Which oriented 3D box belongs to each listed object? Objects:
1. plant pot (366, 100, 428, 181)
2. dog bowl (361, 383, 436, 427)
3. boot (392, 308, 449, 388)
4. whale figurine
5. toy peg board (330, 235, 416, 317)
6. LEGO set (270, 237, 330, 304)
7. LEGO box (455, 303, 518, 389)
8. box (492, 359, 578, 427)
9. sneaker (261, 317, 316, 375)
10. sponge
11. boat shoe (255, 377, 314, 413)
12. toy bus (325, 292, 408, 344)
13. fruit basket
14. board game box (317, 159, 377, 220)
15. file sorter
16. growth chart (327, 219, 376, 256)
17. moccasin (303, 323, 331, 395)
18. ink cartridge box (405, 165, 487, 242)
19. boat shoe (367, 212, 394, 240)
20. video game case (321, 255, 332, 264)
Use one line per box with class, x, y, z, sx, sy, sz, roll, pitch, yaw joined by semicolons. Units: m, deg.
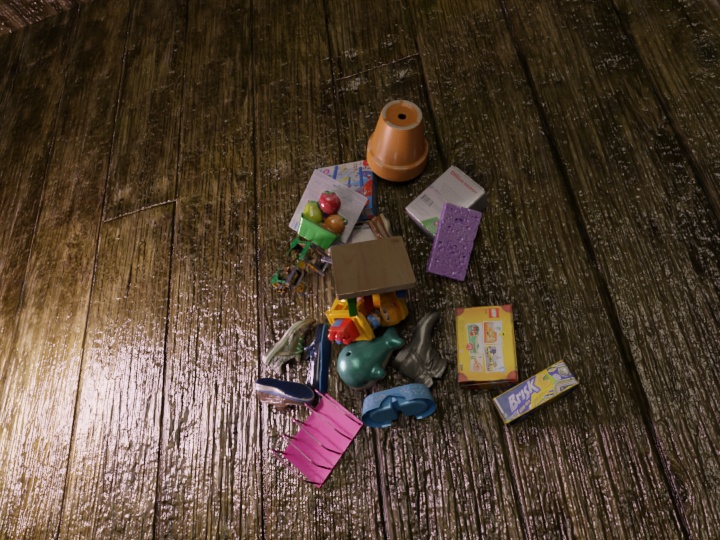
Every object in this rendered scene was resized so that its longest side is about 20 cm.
plant pot;0.120;-0.413;1.655;0.196;0.184;0.203;0;60;-1
dog bowl;0.096;0.347;1.379;0.197;0.112;0.050;-16;47;11
boot;0.189;0.218;1.438;0.130;0.068;0.202;32;86;24
whale figurine;0.022;0.226;1.441;0.199;0.104;0.160;-40;39;6
toy peg board;0.031;0.020;1.384;0.195;0.099;0.202;-9;39;-2
LEGO set;-0.173;0.004;1.649;0.152;0.115;0.203;-4;56;49
LEGO box;0.327;0.198;1.385;0.146;0.077;0.203;-5;64;16
box;0.427;0.303;1.310;0.198;0.064;0.071;-31;59;3
sneaker;-0.192;0.225;1.561;0.200;0.077;0.089;-46;73;0
sponge;0.263;-0.079;1.505;0.110;0.030;0.204;15;89;-8
boat shoe;-0.208;0.354;1.494;0.197;0.072;0.074;8;107;35
toy bus;0.003;0.127;1.439;0.197;0.137;0.193;-5;33;37
fruit basket;-0.100;-0.178;1.633;0.183;0.094;0.202;27;104;-4
board game box;-0.047;-0.253;1.729;0.196;0.056;0.199;-7;58;15
file sorter;-0.114;0.433;1.391;0.138;0.126;0.201;32;78;26
growth chart;-0.014;-0.102;1.677;0.196;0.018;0.147;4;67;20
moccasin;-0.129;0.248;1.515;0.067;0.081;0.203;-4;63;21
ink cartridge box;0.257;-0.190;1.589;0.200;0.088;0.145;-43;61;-3
boat shoe;0.073;-0.079;1.601;0.073;0.076;0.202;-19;58;0
video game case;0.000;0.000;1.553;0.197;0.143;0.019;18;88;25
